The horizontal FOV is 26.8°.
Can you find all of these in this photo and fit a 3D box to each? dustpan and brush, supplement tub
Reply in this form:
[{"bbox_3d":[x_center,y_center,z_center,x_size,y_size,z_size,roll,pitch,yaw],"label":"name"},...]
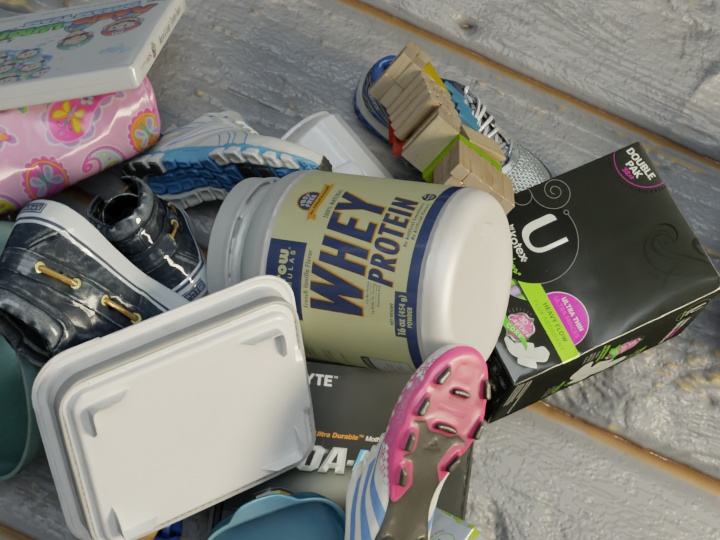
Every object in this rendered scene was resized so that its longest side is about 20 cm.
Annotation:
[{"bbox_3d":[-0.055,-0.045,1.289,0.200,0.057,0.140,-37,78,-16],"label":"dustpan and brush"},{"bbox_3d":[0.000,0.000,1.144,0.200,0.145,0.145,8,67,24],"label":"supplement tub"}]

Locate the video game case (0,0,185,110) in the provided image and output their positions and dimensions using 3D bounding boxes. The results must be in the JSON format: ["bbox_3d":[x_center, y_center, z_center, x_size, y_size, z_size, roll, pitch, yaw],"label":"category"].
[{"bbox_3d":[-0.258,-0.179,1.248,0.200,0.024,0.182,-7,28,11],"label":"video game case"}]

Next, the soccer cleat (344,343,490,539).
[{"bbox_3d":[0.027,0.138,1.077,0.070,0.086,0.200,14,98,-33],"label":"soccer cleat"}]

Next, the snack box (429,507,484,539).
[{"bbox_3d":[0.036,0.296,1.134,0.053,0.142,0.200,21,64,38],"label":"snack box"}]

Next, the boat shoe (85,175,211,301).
[{"bbox_3d":[-0.177,-0.041,1.200,0.071,0.200,0.091,-38,117,-6],"label":"boat shoe"}]

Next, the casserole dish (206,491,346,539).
[{"bbox_3d":[-0.050,0.250,1.150,0.121,0.039,0.200,-18,110,-5],"label":"casserole dish"}]

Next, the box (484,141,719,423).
[{"bbox_3d":[0.169,0.010,1.260,0.200,0.124,0.149,-23,74,-14],"label":"box"}]

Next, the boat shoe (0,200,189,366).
[{"bbox_3d":[-0.181,0.045,1.076,0.200,0.071,0.091,42,57,-30],"label":"boat shoe"}]

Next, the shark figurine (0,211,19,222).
[{"bbox_3d":[-0.372,-0.107,1.265,0.214,0.090,0.128,13,68,-3],"label":"shark figurine"}]

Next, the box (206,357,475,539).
[{"bbox_3d":[-0.013,0.150,1.188,0.200,0.046,0.159,8,92,-13],"label":"box"}]

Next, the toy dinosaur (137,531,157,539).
[{"bbox_3d":[-0.161,0.169,1.126,0.106,0.060,0.200,20,85,-14],"label":"toy dinosaur"}]

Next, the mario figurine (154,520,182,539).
[{"bbox_3d":[-0.156,0.147,1.215,0.106,0.123,0.200,6,73,41],"label":"mario figurine"}]

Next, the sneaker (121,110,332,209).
[{"bbox_3d":[-0.105,-0.101,1.263,0.200,0.075,0.087,5,50,32],"label":"sneaker"}]

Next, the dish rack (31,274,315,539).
[{"bbox_3d":[-0.119,0.107,1.065,0.200,0.172,0.044,-23,36,-22],"label":"dish rack"}]

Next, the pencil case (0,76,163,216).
[{"bbox_3d":[-0.259,-0.105,1.227,0.200,0.087,0.087,-30,76,-25],"label":"pencil case"}]

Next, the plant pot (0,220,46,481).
[{"bbox_3d":[-0.262,0.045,1.179,0.134,0.200,0.200,-25,73,-40],"label":"plant pot"}]

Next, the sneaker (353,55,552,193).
[{"bbox_3d":[0.082,-0.118,1.318,0.200,0.085,0.077,32,70,5],"label":"sneaker"}]

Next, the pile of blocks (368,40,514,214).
[{"bbox_3d":[0.063,-0.102,1.236,0.082,0.062,0.200,23,32,-39],"label":"pile of blocks"}]
